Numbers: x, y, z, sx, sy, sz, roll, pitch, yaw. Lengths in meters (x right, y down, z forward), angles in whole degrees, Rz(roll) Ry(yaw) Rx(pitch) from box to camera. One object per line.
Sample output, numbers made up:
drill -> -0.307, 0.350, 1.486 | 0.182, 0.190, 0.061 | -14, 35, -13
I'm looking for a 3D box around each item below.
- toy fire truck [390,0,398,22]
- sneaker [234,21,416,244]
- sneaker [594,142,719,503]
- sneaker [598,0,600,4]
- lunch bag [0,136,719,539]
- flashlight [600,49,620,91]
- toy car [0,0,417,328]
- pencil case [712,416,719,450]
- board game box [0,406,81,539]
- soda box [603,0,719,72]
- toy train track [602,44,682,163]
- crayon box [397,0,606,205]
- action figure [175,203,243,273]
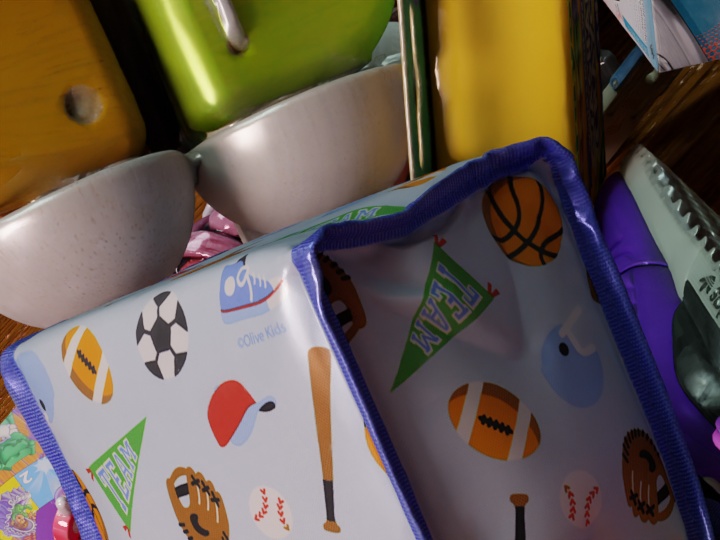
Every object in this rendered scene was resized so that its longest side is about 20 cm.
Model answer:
toy fire truck -> 0.014, -0.164, 1.103 | 0.168, 0.112, 0.200 | -43, 19, -13
sneaker -> 0.000, 0.000, 0.908 | 0.077, 0.082, 0.200 | -12, 48, 21
sneaker -> 0.091, 0.032, 0.823 | 0.100, 0.070, 0.200 | -46, 19, 13
sneaker -> 0.108, -0.188, 1.185 | 0.146, 0.077, 0.202 | -46, 19, 13
lunch bag -> 0.014, 0.081, 0.729 | 0.124, 0.200, 0.170 | -24, 2, -36
flashlight -> 0.046, -0.076, 1.133 | 0.068, 0.068, 0.200 | -19, 11, -27
toy car -> -0.088, -0.077, 0.867 | 0.200, 0.175, 0.150 | -23, -4, -19
pencil case -> 0.187, 0.003, 0.652 | 0.200, 0.085, 0.092 | -45, -9, 10
board game box -> -0.057, 0.089, 0.887 | 0.200, 0.039, 0.158 | -3, 55, 11
soda box -> 0.175, -0.122, 0.793 | 0.200, 0.064, 0.068 | -13, 28, -5
toy train track -> 0.134, -0.121, 0.990 | 0.200, 0.115, 0.033 | -55, 49, 32
crayon box -> 0.053, -0.077, 0.893 | 0.051, 0.126, 0.200 | -2, 12, 11
action figure -> -0.032, -0.015, 1.030 | 0.200, 0.149, 0.134 | -27, -34, -57
